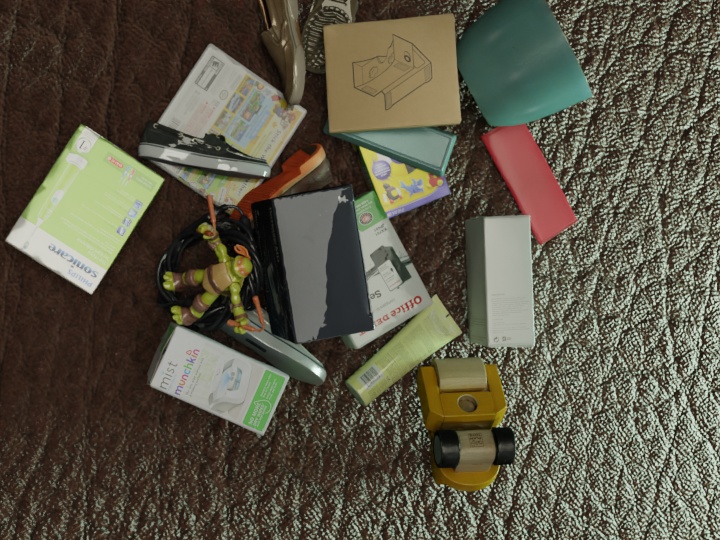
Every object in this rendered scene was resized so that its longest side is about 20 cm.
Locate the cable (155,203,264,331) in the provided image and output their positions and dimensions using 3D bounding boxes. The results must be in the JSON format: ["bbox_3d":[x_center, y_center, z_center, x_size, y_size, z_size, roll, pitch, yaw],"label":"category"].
[{"bbox_3d":[-0.222,0.007,1.682,0.199,0.051,0.164,-31,78,26],"label":"cable"}]

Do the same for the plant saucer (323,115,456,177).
[{"bbox_3d":[0.047,-0.209,1.748,0.198,0.019,0.070,20,87,-9],"label":"plant saucer"}]

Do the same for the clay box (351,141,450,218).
[{"bbox_3d":[0.051,-0.192,1.782,0.114,0.048,0.202,-22,95,-10],"label":"clay box"}]

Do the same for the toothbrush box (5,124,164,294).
[{"bbox_3d":[-0.399,-0.087,1.671,0.145,0.086,0.201,32,83,-10],"label":"toothbrush box"}]

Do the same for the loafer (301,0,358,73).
[{"bbox_3d":[-0.038,-0.399,1.756,0.075,0.068,0.201,21,102,-2],"label":"loafer"}]

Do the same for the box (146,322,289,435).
[{"bbox_3d":[-0.212,0.154,1.652,0.175,0.200,0.097,26,84,-9],"label":"box"}]

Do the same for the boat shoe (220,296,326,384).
[{"bbox_3d":[-0.128,0.100,1.739,0.199,0.072,0.066,33,63,-10],"label":"boat shoe"}]

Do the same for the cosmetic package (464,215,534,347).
[{"bbox_3d":[0.215,0.015,1.784,0.080,0.113,0.202,-1,92,-11],"label":"cosmetic package"}]

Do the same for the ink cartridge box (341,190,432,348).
[{"bbox_3d":[0.000,0.000,1.753,0.146,0.083,0.201,-30,97,-9],"label":"ink cartridge box"}]

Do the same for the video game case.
[{"bbox_3d":[-0.208,-0.211,1.743,0.181,0.023,0.201,34,83,-9],"label":"video game case"}]

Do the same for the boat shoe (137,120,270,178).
[{"bbox_3d":[-0.228,-0.177,1.693,0.198,0.069,0.057,10,87,-9],"label":"boat shoe"}]

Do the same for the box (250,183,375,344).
[{"bbox_3d":[-0.070,-0.010,1.592,0.116,0.200,0.199,-10,93,-14],"label":"box"}]

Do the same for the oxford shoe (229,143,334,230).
[{"bbox_3d":[-0.117,-0.104,1.729,0.200,0.071,0.073,-41,121,-16],"label":"oxford shoe"}]

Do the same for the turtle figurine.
[{"bbox_3d":[-0.205,0.005,1.608,0.064,0.161,0.201,-23,90,-55],"label":"turtle figurine"}]

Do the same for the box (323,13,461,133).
[{"bbox_3d":[0.046,-0.293,1.711,0.198,0.021,0.165,-4,89,4],"label":"box"}]

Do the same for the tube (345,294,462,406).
[{"bbox_3d":[0.066,0.130,1.789,0.200,0.058,0.052,-40,55,-12],"label":"tube"}]

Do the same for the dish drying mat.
[{"bbox_3d":[0.271,-0.147,1.842,0.076,0.018,0.201,-31,97,-9],"label":"dish drying mat"}]

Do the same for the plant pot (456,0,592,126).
[{"bbox_3d":[0.237,-0.315,1.751,0.160,0.201,0.202,-28,96,11],"label":"plant pot"}]

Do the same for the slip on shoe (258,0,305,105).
[{"bbox_3d":[-0.122,-0.349,1.732,0.060,0.076,0.202,-3,88,-17],"label":"slip on shoe"}]

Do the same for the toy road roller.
[{"bbox_3d":[0.155,0.248,1.783,0.122,0.147,0.201,-1,53,-11],"label":"toy road roller"}]
